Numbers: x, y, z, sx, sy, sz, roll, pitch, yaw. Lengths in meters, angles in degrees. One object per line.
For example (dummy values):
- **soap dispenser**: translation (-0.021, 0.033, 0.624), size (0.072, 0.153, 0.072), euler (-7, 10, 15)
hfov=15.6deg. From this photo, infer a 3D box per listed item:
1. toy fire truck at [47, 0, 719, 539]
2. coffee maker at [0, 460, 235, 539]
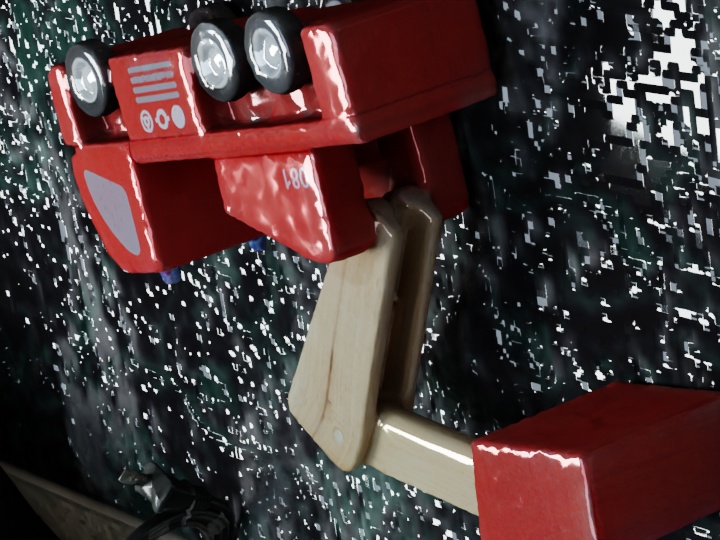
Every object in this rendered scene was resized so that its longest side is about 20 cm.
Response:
- **toy fire truck**: translation (0.000, 0.000, 0.658), size (0.199, 0.049, 0.142), euler (-2, 105, 55)
- **coffee maker**: translation (-0.148, 0.101, 0.859), size (0.200, 0.192, 0.135), euler (43, 179, 37)
